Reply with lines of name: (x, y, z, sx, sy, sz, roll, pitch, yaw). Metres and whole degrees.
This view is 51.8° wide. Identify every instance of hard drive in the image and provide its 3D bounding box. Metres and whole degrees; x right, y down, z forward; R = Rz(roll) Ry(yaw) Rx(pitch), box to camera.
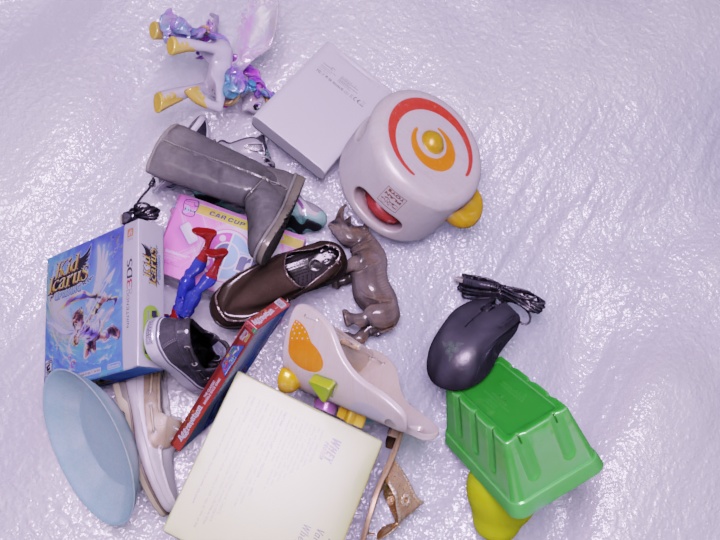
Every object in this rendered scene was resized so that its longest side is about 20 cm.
hard drive: (-0.053, -0.243, 1.108, 0.131, 0.026, 0.201, 37, 59, 0)

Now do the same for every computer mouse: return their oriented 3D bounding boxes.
computer mouse: (0.152, 0.073, 0.997, 0.136, 0.053, 0.201, 16, 49, 31)
computer mouse: (-0.265, -0.139, 1.056, 0.044, 0.109, 0.202, 39, 63, -20)

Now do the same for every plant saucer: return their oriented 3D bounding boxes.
plant saucer: (-0.320, 0.209, 0.906, 0.038, 0.201, 0.203, -24, 74, -45)

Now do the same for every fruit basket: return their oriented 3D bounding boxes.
fruit basket: (0.197, 0.246, 0.952, 0.153, 0.216, 0.219, -25, 77, -12)

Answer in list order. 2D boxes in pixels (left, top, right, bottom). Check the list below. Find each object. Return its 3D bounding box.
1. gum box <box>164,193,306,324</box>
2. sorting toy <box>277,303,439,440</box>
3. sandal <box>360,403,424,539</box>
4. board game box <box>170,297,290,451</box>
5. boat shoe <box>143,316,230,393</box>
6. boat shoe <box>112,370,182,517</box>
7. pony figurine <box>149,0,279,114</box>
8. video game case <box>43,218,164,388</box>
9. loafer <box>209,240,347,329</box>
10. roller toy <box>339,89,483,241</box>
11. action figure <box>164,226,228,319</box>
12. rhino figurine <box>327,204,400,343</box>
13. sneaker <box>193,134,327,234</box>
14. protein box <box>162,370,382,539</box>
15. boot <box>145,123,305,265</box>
gum box: (-0.185, -0.016, 1.034, 0.196, 0.066, 0.116, 19, 73, -1)
sorting toy: (0.008, 0.150, 0.913, 0.178, 0.200, 0.108, 26, 82, 34)
sandal: (0.053, 0.280, 0.964, 0.068, 0.078, 0.216, 15, 67, 5)
board game box: (-0.161, 0.128, 0.922, 0.019, 0.103, 0.202, 37, 110, 7)
boat shoe: (-0.197, 0.102, 0.924, 0.065, 0.201, 0.072, -8, 63, 9)
boat shoe: (-0.261, 0.208, 0.954, 0.067, 0.075, 0.204, -19, 78, -10)
pony figurine: (-0.202, -0.305, 1.071, 0.197, 0.164, 0.199, -1, 85, -46)
video game case: (-0.331, 0.051, 0.949, 0.197, 0.045, 0.186, -17, 69, 32)
loafer: (-0.107, 0.008, 0.963, 0.197, 0.071, 0.074, -28, 80, -14)
roller toy: (0.072, -0.146, 1.038, 0.179, 0.140, 0.205, -3, 69, -30)
action figure: (-0.247, 0.041, 0.951, 0.097, 0.203, 0.066, -2, 41, -38)
rhino figurine: (0.000, 0.000, 1.053, 0.085, 0.060, 0.205, -11, 73, -10)
sneaker: (-0.132, -0.142, 1.073, 0.195, 0.078, 0.143, 16, 68, -7)
protein box: (-0.104, 0.268, 0.920, 0.196, 0.135, 0.202, 24, 72, 2)
boot: (-0.182, -0.105, 0.958, 0.196, 0.073, 0.183, 25, 37, -7)
